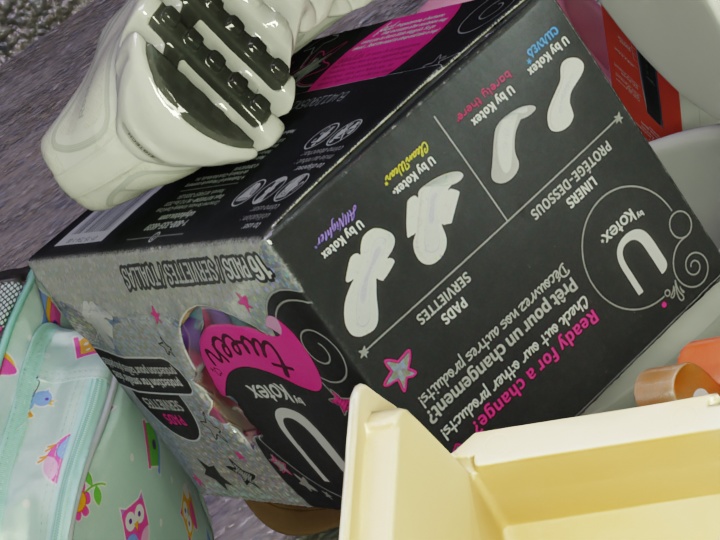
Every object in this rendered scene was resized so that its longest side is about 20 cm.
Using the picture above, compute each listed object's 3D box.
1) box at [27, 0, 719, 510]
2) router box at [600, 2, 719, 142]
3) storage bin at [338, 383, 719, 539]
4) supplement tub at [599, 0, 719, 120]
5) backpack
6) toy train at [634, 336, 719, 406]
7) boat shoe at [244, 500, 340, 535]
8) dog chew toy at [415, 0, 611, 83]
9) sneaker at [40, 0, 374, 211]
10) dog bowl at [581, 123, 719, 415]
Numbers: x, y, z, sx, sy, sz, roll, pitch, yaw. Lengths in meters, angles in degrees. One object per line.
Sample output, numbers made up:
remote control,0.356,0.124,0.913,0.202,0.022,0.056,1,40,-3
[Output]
box,0.000,0.000,0.919,0.132,0.115,0.200,-42,16,-22
router box,0.189,-0.123,1.116,0.200,0.049,0.180,-37,-25,-10
storage bin,0.102,0.097,0.514,0.199,0.094,0.199,-11,51,19
supplement tub,0.172,-0.158,0.955,0.200,0.141,0.140,-37,15,-7
backpack,-0.149,0.117,1.067,0.153,0.176,0.200,7,47,22
toy train,0.126,0.066,0.752,0.200,0.056,0.151,-4,64,58
boat shoe,0.037,0.037,1.147,0.200,0.072,0.072,-44,-16,6
dog chew toy,0.036,-0.049,1.294,0.200,0.125,0.125,-38,13,23
sneaker,-0.045,-0.090,0.942,0.081,0.075,0.200,-35,12,39
dog bowl,0.083,0.037,0.998,0.200,0.079,0.200,-32,16,10
